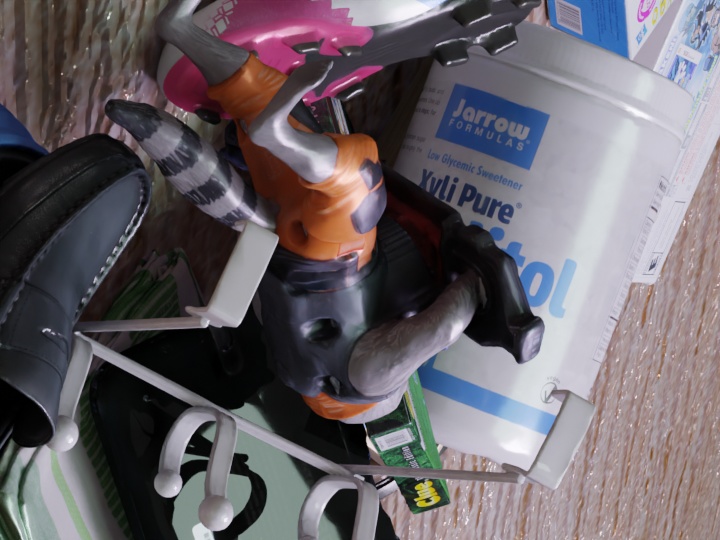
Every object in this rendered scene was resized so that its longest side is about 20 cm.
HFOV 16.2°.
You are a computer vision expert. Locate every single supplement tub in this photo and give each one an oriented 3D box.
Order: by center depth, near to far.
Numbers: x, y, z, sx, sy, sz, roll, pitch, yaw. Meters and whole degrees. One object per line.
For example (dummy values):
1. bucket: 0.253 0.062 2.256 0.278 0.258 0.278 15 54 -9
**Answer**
1. supplement tub: 0.070 -0.013 1.240 0.132 0.131 0.201 20 89 -68

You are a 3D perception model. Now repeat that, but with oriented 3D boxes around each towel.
1. towel: -0.088 0.098 1.071 0.153 0.023 0.200 67 26 -22

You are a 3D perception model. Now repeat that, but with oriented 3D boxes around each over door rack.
1. over door rack: -0.033 0.060 0.926 0.200 0.147 0.067 -25 -138 58

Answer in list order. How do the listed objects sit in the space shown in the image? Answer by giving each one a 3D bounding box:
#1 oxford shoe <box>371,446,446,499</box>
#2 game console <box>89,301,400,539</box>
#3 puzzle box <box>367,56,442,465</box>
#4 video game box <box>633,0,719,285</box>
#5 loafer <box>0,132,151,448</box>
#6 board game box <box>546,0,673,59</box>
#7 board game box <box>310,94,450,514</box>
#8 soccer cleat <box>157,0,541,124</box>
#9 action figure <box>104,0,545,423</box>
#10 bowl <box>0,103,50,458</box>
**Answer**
1. oxford shoe: 0.030 0.039 1.389 0.201 0.072 0.085 -55 137 -19
2. game console: -0.044 0.102 1.116 0.175 0.116 0.201 -26 105 -33
3. puzzle box: 0.037 -0.003 1.319 0.133 0.025 0.201 39 77 -41
4. video game box: 0.178 -0.089 1.582 0.201 0.047 0.182 -67 160 9
5. loafer: -0.131 0.036 0.898 0.201 0.070 0.068 -53 154 -25
6. board game box: 0.168 -0.249 1.365 0.196 0.056 0.200 -54 156 -20
7. board game box: 0.000 0.000 1.140 0.023 0.201 0.105 -16 153 3
8. soccer cleat: -0.013 -0.122 1.110 0.199 0.087 0.070 -16 156 -32
9. action figure: -0.032 -0.020 0.981 0.104 0.200 0.194 -37 127 -19
10. bowl: -0.175 0.030 0.941 0.201 0.039 0.201 -48 154 -33
